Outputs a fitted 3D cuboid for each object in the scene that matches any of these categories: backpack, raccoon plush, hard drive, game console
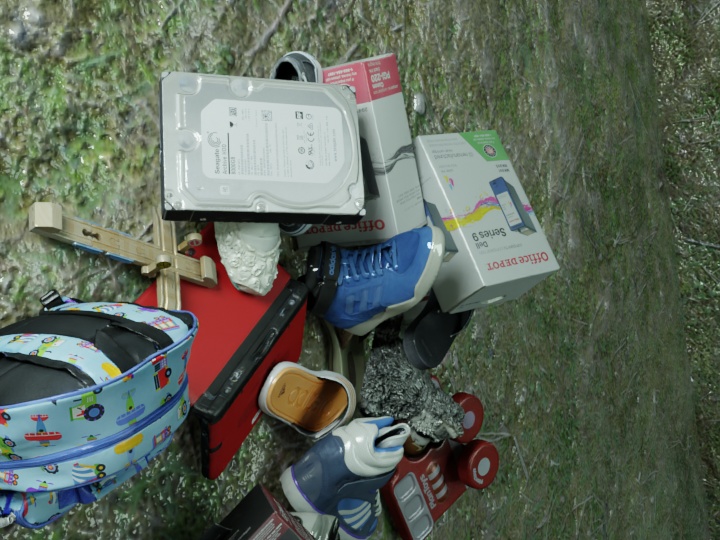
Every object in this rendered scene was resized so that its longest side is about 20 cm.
[{"bbox_3d":[-0.208,0.098,0.623,0.182,0.197,0.137,-32,113,-54],"label":"backpack"},{"bbox_3d":[0.074,0.128,1.056,0.097,0.131,0.203,-63,161,-54],"label":"raccoon plush"},{"bbox_3d":[-0.095,-0.118,0.833,0.196,0.038,0.143,1,75,-18],"label":"hard drive"},{"bbox_3d":[-0.148,0.077,0.886,0.201,0.117,0.174,-55,162,-43],"label":"game console"}]

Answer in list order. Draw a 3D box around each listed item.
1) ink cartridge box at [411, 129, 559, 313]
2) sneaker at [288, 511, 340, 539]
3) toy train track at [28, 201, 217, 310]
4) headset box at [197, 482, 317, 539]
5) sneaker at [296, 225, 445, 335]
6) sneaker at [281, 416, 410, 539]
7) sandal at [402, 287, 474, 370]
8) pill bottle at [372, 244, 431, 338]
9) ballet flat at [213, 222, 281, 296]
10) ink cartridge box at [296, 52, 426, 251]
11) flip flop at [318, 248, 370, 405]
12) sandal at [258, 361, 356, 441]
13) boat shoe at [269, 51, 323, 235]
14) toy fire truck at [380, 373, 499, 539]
[{"bbox_3d":[0.136,-0.063,1.049,0.144,0.087,0.203,-9,72,-38],"label":"ink cartridge box"},{"bbox_3d":[-0.068,0.318,0.950,0.202,0.087,0.075,89,17,-46],"label":"sneaker"},{"bbox_3d":[-0.201,-0.024,0.771,0.199,0.032,0.117,21,50,-47],"label":"toy train track"},{"bbox_3d":[-0.089,0.316,0.804,0.149,0.077,0.201,-43,110,-9],"label":"headset box"},{"bbox_3d":[0.000,0.001,0.932,0.110,0.200,0.078,21,56,-23],"label":"sneaker"},{"bbox_3d":[0.012,0.238,0.988,0.200,0.145,0.081,45,13,-50],"label":"sneaker"},{"bbox_3d":[0.116,0.046,1.063,0.076,0.042,0.201,51,44,-21],"label":"sandal"},{"bbox_3d":[0.078,-0.009,1.160,0.112,0.111,0.204,-34,116,-53],"label":"pill bottle"},{"bbox_3d":[-0.115,-0.078,0.869,0.071,0.071,0.204,11,63,-56],"label":"ballet flat"},{"bbox_3d":[-0.018,-0.132,0.989,0.085,0.143,0.204,-34,115,-55],"label":"ink cartridge box"},{"bbox_3d":[-0.011,0.071,1.062,0.081,0.057,0.204,-17,103,-54],"label":"flip flop"},{"bbox_3d":[-0.047,0.155,0.956,0.080,0.059,0.206,-62,155,-2],"label":"sandal"},{"bbox_3d":[-0.077,-0.131,0.926,0.068,0.070,0.204,-52,151,-67],"label":"boat shoe"},{"bbox_3d":[0.089,0.254,1.174,0.167,0.111,0.203,-38,119,-31],"label":"toy fire truck"}]
